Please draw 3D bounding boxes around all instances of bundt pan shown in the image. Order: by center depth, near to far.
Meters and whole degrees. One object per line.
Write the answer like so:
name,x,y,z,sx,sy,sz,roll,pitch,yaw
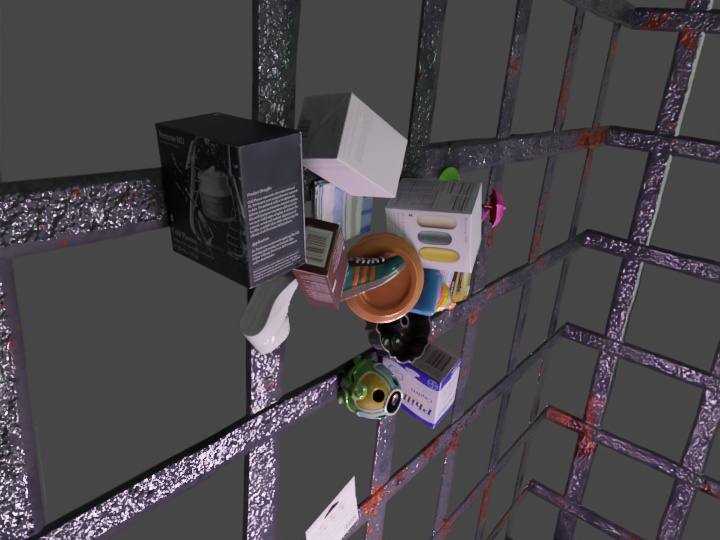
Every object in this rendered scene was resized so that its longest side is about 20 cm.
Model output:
bundt pan,0.084,0.128,1.391,0.198,0.075,0.209,12,72,-40

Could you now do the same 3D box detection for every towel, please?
towel,-0.035,-0.129,1.194,0.198,0.023,0.151,-24,125,-48

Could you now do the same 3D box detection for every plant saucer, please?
plant saucer,0.051,0.020,1.262,0.193,0.037,0.207,-2,100,-9

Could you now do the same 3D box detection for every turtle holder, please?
turtle holder,0.027,0.287,1.382,0.142,0.129,0.188,-51,141,-25

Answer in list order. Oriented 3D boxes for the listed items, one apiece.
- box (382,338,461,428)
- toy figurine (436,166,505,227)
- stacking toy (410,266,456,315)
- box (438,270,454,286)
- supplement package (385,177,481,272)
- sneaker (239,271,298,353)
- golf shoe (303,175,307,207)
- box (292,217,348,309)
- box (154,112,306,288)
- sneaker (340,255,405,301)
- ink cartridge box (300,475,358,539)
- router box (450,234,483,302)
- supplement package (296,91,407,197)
box,0.155,0.283,1.493,0.105,0.181,0.204,-41,146,-35
toy figurine,0.285,-0.170,1.486,0.199,0.181,0.154,-38,134,-37
stacking toy,0.184,0.063,1.387,0.198,0.114,0.113,22,80,-51
box,0.190,-0.006,1.501,0.094,0.101,0.206,13,94,-55
supplement package,0.174,-0.108,1.311,0.152,0.194,0.155,-59,149,-50
sneaker,-0.159,0.058,1.079,0.203,0.072,0.117,-61,161,-24
golf shoe,-0.149,-0.104,0.996,0.093,0.077,0.207,-2,98,-40
box,-0.071,-0.007,1.061,0.201,0.073,0.103,84,19,-71
box,-0.187,-0.111,0.829,0.123,0.196,0.203,-25,125,-44
sneaker,0.000,0.000,1.196,0.195,0.071,0.082,-23,100,-8
ink cartridge box,-0.085,0.654,1.474,0.199,0.044,0.181,-36,134,-41
router box,0.293,-0.010,1.688,0.155,0.051,0.206,-9,113,-53
supplement package,-0.017,-0.229,1.065,0.198,0.117,0.125,23,78,-52
